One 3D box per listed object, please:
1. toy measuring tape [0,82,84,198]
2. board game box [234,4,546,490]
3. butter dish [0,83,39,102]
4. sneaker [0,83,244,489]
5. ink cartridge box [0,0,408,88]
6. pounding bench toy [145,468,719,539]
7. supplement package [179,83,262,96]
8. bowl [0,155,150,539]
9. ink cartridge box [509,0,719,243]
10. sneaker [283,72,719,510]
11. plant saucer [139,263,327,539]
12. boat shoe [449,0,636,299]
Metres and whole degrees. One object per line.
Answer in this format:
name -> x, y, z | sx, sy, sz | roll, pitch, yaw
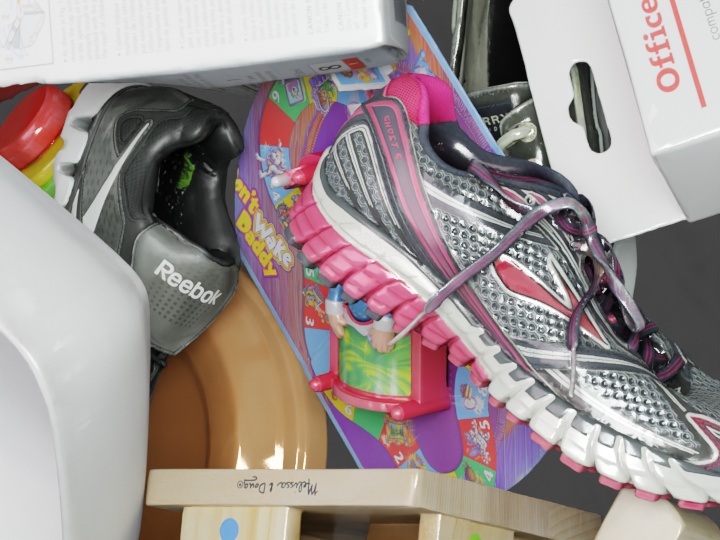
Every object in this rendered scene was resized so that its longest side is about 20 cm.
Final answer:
toy measuring tape -> -0.135, -0.021, 1.015 | 0.073, 0.074, 0.200 | -16, 40, 33
board game box -> 0.000, 0.000, 0.902 | 0.158, 0.039, 0.200 | -49, 63, 44
butter dish -> -0.228, -0.175, 1.117 | 0.199, 0.148, 0.200 | -17, 110, 33
sneaker -> -0.096, 0.014, 0.954 | 0.090, 0.066, 0.201 | 4, 78, 45
ink cartridge box -> -0.086, -0.147, 0.873 | 0.199, 0.050, 0.163 | -5, 87, 15
pounding bench toy -> 0.029, 0.157, 0.833 | 0.199, 0.124, 0.157 | -4, 75, 36
supplement package -> -0.067, -0.188, 0.981 | 0.111, 0.156, 0.201 | 13, 85, 38
bowl -> -0.150, 0.028, 0.869 | 0.200, 0.075, 0.200 | 36, 143, 25
ink cartridge box -> 0.148, -0.095, 0.815 | 0.199, 0.068, 0.116 | -19, 65, 12
sneaker -> 0.067, 0.011, 0.800 | 0.200, 0.081, 0.075 | 35, 107, 11
plant saucer -> -0.103, 0.084, 1.010 | 0.200, 0.037, 0.201 | -11, 71, 35
boat shoe -> 0.060, -0.050, 0.906 | 0.071, 0.064, 0.201 | -12, 71, 33
